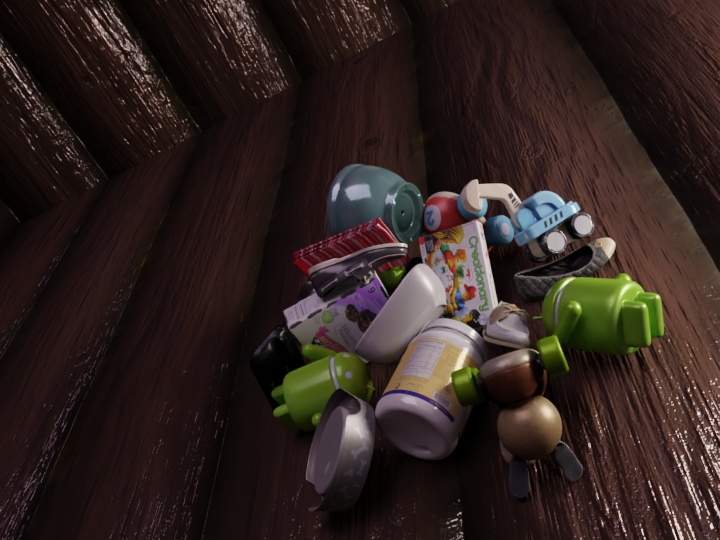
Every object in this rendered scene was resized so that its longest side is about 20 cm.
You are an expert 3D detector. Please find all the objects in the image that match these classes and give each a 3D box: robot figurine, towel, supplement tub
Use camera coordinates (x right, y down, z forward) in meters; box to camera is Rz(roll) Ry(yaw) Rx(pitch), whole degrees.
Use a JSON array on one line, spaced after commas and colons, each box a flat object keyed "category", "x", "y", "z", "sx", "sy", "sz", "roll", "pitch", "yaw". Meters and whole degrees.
[{"category": "robot figurine", "x": -0.065, "y": 0.225, "z": 1.519, "sx": 0.198, "sy": 0.116, "sz": 0.177, "roll": -23, "pitch": 47, "yaw": 12}, {"category": "towel", "x": -0.018, "y": -0.022, "z": 1.595, "sx": 0.198, "sy": 0.145, "sz": 0.023, "roll": -22, "pitch": 49, "yaw": 19}, {"category": "supplement tub", "x": 0.123, "y": 0.194, "z": 1.357, "sx": 0.144, "sy": 0.146, "sz": 0.201, "roll": -6, "pitch": 38, "yaw": 38}, {"category": "robot figurine", "x": 0.379, "y": 0.072, "z": 1.311, "sx": 0.174, "sy": 0.117, "sz": 0.199, "roll": -24, "pitch": 18, "yaw": -38}]

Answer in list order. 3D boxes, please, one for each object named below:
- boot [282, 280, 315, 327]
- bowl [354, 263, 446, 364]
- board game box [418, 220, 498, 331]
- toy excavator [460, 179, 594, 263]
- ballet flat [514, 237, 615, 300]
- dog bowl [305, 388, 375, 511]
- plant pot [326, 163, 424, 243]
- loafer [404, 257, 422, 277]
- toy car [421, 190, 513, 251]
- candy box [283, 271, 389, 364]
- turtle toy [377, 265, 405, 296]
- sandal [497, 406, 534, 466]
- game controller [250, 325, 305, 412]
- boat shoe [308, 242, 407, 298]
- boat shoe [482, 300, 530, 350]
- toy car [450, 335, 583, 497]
[{"category": "boot", "x": -0.096, "y": 0.120, "z": 1.737, "sx": 0.067, "sy": 0.201, "sz": 0.131, "roll": -19, "pitch": 64, "yaw": -33}, {"category": "bowl", "x": 0.083, "y": 0.091, "z": 1.472, "sx": 0.201, "sy": 0.074, "sz": 0.200, "roll": -53, "pitch": -12, "yaw": 5}, {"category": "board game box", "x": 0.188, "y": 0.019, "z": 1.551, "sx": 0.125, "sy": 0.035, "sz": 0.203, "roll": -17, "pitch": 75, "yaw": 26}, {"category": "toy excavator", "x": 0.311, "y": -0.111, "z": 1.551, "sx": 0.193, "sy": 0.202, "sz": 0.100, "roll": -29, "pitch": -4, "yaw": -12}, {"category": "ballet flat", "x": 0.379, "y": -0.008, "z": 1.510, "sx": 0.198, "sy": 0.057, "sz": 0.067, "roll": -29, "pitch": 30, "yaw": 6}, {"category": "dog bowl", "x": -0.032, "y": 0.298, "z": 1.336, "sx": 0.200, "sy": 0.058, "sz": 0.203, "roll": -163, "pitch": 90, "yaw": -77}, {"category": "plant pot", "x": 0.044, "y": -0.115, "z": 1.635, "sx": 0.133, "sy": 0.202, "sz": 0.201, "roll": 2, "pitch": 43, "yaw": 37}, {"category": "loafer", "x": 0.123, "y": 0.039, "z": 1.689, "sx": 0.069, "sy": 0.069, "sz": 0.201, "roll": 6, "pitch": 31, "yaw": 4}, {"category": "toy car", "x": 0.179, "y": -0.037, "z": 1.652, "sx": 0.183, "sy": 0.177, "sz": 0.202, "roll": -13, "pitch": 45, "yaw": 48}, {"category": "candy box", "x": -0.025, "y": 0.107, "z": 1.606, "sx": 0.198, "sy": 0.169, "sz": 0.072, "roll": -30, "pitch": 31, "yaw": 2}, {"category": "turtle toy", "x": 0.016, "y": 0.038, "z": 1.725, "sx": 0.198, "sy": 0.101, "sz": 0.147, "roll": -24, "pitch": 29, "yaw": 30}, {"category": "sandal", "x": 0.256, "y": 0.222, "z": 1.287, "sx": 0.079, "sy": 0.054, "sz": 0.202, "roll": -5, "pitch": 52, "yaw": 21}, {"category": "game controller", "x": -0.151, "y": 0.197, "z": 1.569, "sx": 0.104, "sy": 0.201, "sz": 0.042, "roll": -42, "pitch": 49, "yaw": -22}, {"category": "boat shoe", "x": 0.000, "y": 0.000, "z": 1.538, "sx": 0.198, "sy": 0.064, "sz": 0.073, "roll": -17, "pitch": -13, "yaw": 13}, {"category": "boat shoe", "x": 0.248, "y": 0.092, "z": 1.386, "sx": 0.200, "sy": 0.074, "sz": 0.069, "roll": -123, "pitch": 50, "yaw": -85}, {"category": "toy car", "x": 0.245, "y": 0.219, "z": 1.197, "sx": 0.162, "sy": 0.202, "sz": 0.158, "roll": -21, "pitch": -13, "yaw": 12}]
